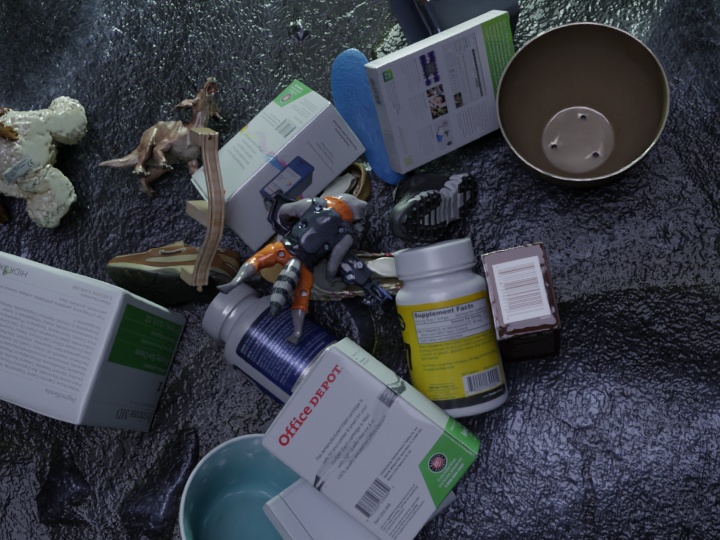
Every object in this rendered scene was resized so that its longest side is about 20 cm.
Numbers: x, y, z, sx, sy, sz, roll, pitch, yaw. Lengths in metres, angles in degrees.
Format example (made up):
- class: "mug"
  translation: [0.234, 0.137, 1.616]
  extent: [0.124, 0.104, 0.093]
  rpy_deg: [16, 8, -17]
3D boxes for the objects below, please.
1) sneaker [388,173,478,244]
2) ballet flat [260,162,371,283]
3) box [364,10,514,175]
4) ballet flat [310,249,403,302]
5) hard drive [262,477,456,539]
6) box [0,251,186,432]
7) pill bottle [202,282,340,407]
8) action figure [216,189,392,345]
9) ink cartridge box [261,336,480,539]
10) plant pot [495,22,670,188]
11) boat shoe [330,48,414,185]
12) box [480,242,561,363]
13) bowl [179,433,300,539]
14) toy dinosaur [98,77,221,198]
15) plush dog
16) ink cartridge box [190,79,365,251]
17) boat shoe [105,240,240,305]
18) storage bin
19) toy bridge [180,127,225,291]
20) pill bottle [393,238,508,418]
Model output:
- class: "sneaker"
  translation: [0.071, -0.080, 1.109]
  extent: [0.090, 0.200, 0.067]
  rpy_deg: [8, 112, 29]
- class: "ballet flat"
  translation: [-0.063, -0.070, 1.161]
  extent: [0.069, 0.063, 0.200]
  rpy_deg: [37, 73, 14]
- class: "box"
  translation: [0.112, -0.226, 1.117]
  extent: [0.200, 0.145, 0.036]
  rpy_deg: [-26, 30, -17]
- class: "ballet flat"
  translation: [0.000, 0.000, 1.152]
  extent: [0.200, 0.064, 0.076]
  rpy_deg: [-5, 75, 11]
- class: "hard drive"
  translation: [0.002, 0.276, 1.047]
  extent: [0.200, 0.027, 0.132]
  rpy_deg: [-30, 71, -33]
- class: "box"
  translation: [-0.369, 0.097, 1.135]
  extent: [0.200, 0.199, 0.172]
  rpy_deg: [16, 81, 15]
- class: "pill bottle"
  translation: [-0.101, 0.101, 1.124]
  extent: [0.200, 0.111, 0.111]
  rpy_deg: [35, 86, 17]
- class: "action figure"
  translation: [-0.046, -0.007, 1.060]
  extent: [0.200, 0.105, 0.194]
  rpy_deg: [35, 74, -6]
- class: "ink cartridge box"
  translation: [0.013, 0.191, 0.993]
  extent: [0.200, 0.084, 0.146]
  rpy_deg: [38, 100, 7]
- class: "plant pot"
  translation: [0.272, -0.187, 1.102]
  extent: [0.200, 0.134, 0.201]
  rpy_deg: [-2, 77, 11]
- class: "boat shoe"
  translation: [0.014, -0.201, 1.198]
  extent: [0.084, 0.069, 0.200]
  rpy_deg: [-20, 78, 20]
- class: "box"
  translation: [0.189, 0.043, 1.031]
  extent: [0.075, 0.200, 0.100]
  rpy_deg: [-12, 74, 11]
- class: "bowl"
  translation: [-0.124, 0.309, 1.061]
  extent: [0.200, 0.105, 0.201]
  rpy_deg: [9, 57, -15]
- class: "toy dinosaur"
  translation: [-0.268, -0.186, 1.247]
  extent: [0.200, 0.086, 0.136]
  rpy_deg: [-11, 67, 22]
- class: "plush dog"
  translation: [-0.507, -0.163, 1.269]
  extent: [0.172, 0.160, 0.200]
  rpy_deg: [-9, 72, 37]
- class: "ink cartridge box"
  translation: [-0.113, -0.141, 1.165]
  extent: [0.200, 0.088, 0.145]
  rpy_deg: [-42, 33, -2]
- class: "boat shoe"
  translation: [-0.250, 0.000, 1.207]
  extent: [0.200, 0.076, 0.074]
  rpy_deg: [5, 49, 21]
- class: "storage bin"
  translation: [0.120, -0.375, 1.186]
  extent: [0.134, 0.146, 0.200]
  rpy_deg: [-22, 73, -5]
- class: "toy bridge"
  translation: [-0.189, -0.069, 1.078]
  extent: [0.067, 0.027, 0.200]
  rpy_deg: [30, 118, 50]
- class: "pill bottle"
  translation: [0.105, 0.067, 1.060]
  extent: [0.114, 0.114, 0.200]
  rpy_deg: [-11, 93, 9]
